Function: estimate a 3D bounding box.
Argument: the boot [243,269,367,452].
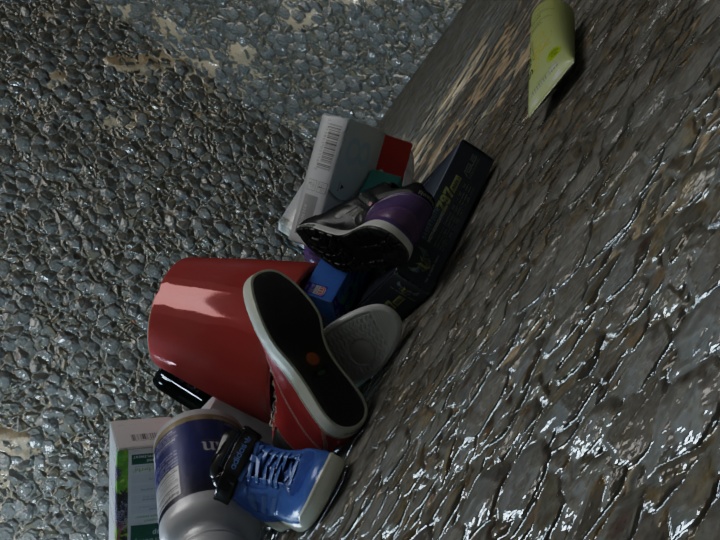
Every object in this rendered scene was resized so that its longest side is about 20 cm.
[{"bbox_3d":[-0.082,0.111,1.135,0.072,0.201,0.144,-17,-22,-35],"label":"boot"}]

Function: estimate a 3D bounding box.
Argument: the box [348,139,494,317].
[{"bbox_3d":[0.068,-0.035,1.246,0.201,0.051,0.158,-62,9,-28],"label":"box"}]

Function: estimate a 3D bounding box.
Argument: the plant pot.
[{"bbox_3d":[-0.147,0.071,1.310,0.200,0.176,0.202,14,-90,-72],"label":"plant pot"}]

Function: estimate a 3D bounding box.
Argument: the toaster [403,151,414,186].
[{"bbox_3d":[0.016,-0.125,1.706,0.129,0.113,0.201,-36,38,61],"label":"toaster"}]

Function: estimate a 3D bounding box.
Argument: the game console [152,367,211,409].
[{"bbox_3d":[-0.179,0.156,1.544,0.117,0.199,0.176,-59,6,-21],"label":"game console"}]

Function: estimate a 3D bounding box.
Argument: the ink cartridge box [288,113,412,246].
[{"bbox_3d":[0.005,-0.099,1.364,0.200,0.047,0.161,9,-81,-53],"label":"ink cartridge box"}]

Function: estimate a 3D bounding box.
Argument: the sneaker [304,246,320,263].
[{"bbox_3d":[-0.008,-0.059,1.483,0.075,0.088,0.200,-4,15,32],"label":"sneaker"}]

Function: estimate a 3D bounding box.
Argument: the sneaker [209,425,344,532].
[{"bbox_3d":[-0.093,0.201,1.070,0.077,0.111,0.200,-60,7,-24],"label":"sneaker"}]

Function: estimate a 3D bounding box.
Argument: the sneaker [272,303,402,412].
[{"bbox_3d":[-0.015,0.090,1.201,0.200,0.074,0.118,-47,1,29],"label":"sneaker"}]

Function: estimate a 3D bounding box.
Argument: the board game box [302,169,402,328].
[{"bbox_3d":[0.000,0.000,1.331,0.152,0.045,0.201,78,-146,-53],"label":"board game box"}]

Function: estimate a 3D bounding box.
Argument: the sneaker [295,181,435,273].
[{"bbox_3d":[0.011,-0.052,1.188,0.200,0.076,0.088,2,50,54],"label":"sneaker"}]

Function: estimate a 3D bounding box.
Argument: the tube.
[{"bbox_3d":[0.210,-0.240,1.184,0.200,0.052,0.058,-75,-23,-54],"label":"tube"}]

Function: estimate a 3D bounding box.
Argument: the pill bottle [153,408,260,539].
[{"bbox_3d":[-0.170,0.259,1.198,0.111,0.111,0.200,-55,30,24],"label":"pill bottle"}]

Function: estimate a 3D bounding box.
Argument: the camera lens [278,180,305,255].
[{"bbox_3d":[-0.035,-0.104,1.870,0.201,0.160,0.160,-58,6,-1],"label":"camera lens"}]

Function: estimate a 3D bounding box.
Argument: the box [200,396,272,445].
[{"bbox_3d":[-0.175,0.246,1.418,0.098,0.124,0.200,-61,7,-24],"label":"box"}]

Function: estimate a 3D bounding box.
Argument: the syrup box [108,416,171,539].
[{"bbox_3d":[-0.270,0.291,1.346,0.081,0.078,0.201,-137,49,-63],"label":"syrup box"}]
